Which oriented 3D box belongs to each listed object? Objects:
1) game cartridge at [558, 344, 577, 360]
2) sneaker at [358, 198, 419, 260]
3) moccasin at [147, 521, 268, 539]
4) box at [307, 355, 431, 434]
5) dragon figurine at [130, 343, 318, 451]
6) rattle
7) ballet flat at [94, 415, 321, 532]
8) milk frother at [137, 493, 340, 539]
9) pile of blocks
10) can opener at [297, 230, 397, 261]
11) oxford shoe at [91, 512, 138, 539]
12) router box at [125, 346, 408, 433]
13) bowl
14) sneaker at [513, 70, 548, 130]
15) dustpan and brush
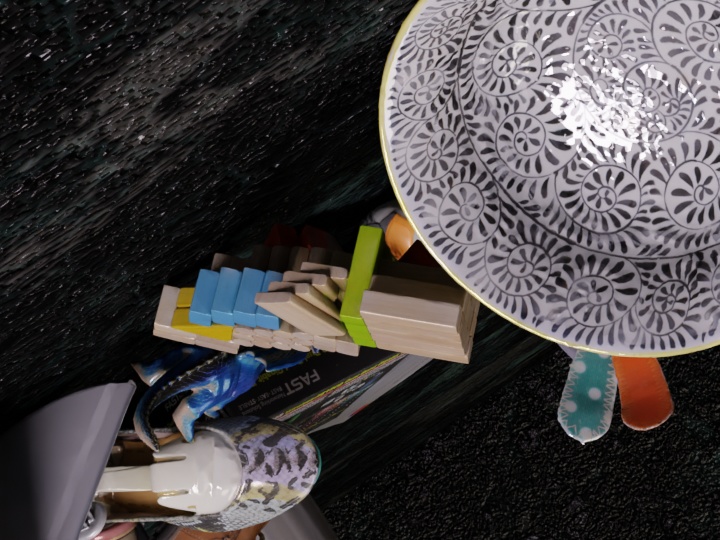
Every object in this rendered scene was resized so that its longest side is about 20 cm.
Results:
[{"bbox_3d":[0.188,-0.006,1.303,0.133,0.200,0.042,-33,128,8],"label":"game cartridge"},{"bbox_3d":[0.069,-0.042,1.053,0.092,0.076,0.200,-58,161,14],"label":"sneaker"},{"bbox_3d":[-0.097,0.186,1.120,0.201,0.078,0.074,-45,176,-27],"label":"moccasin"},{"bbox_3d":[-0.004,0.090,1.495,0.156,0.041,0.200,-37,169,21],"label":"box"},{"bbox_3d":[-0.073,0.046,0.991,0.099,0.059,0.200,-38,174,14],"label":"dragon figurine"},{"bbox_3d":[0.135,-0.013,0.956,0.130,0.200,0.143,-43,166,24],"label":"rattle"},{"bbox_3d":[-0.121,0.128,1.050,0.200,0.072,0.072,-7,-174,31],"label":"ballet flat"},{"bbox_3d":[-0.118,0.236,1.394,0.180,0.188,0.200,-29,169,-20],"label":"milk frother"},{"bbox_3d":[-0.027,0.001,0.843,0.200,0.062,0.082,0,158,34],"label":"pile of blocks"},{"bbox_3d":[0.000,0.000,1.027,0.053,0.067,0.200,-24,180,10],"label":"can opener"},{"bbox_3d":[-0.205,0.204,1.168,0.070,0.075,0.200,-27,-176,-42],"label":"oxford shoe"},{"bbox_3d":[-0.064,0.084,1.202,0.200,0.062,0.150,-25,168,-42],"label":"router box"},{"bbox_3d":[0.118,-0.070,0.750,0.201,0.201,0.094,-42,-174,40],"label":"bowl"},{"bbox_3d":[0.101,-0.095,0.841,0.199,0.071,0.083,-32,177,9],"label":"sneaker"},{"bbox_3d":[-0.199,0.137,0.966,0.200,0.140,0.057,-6,144,38],"label":"dustpan and brush"}]
